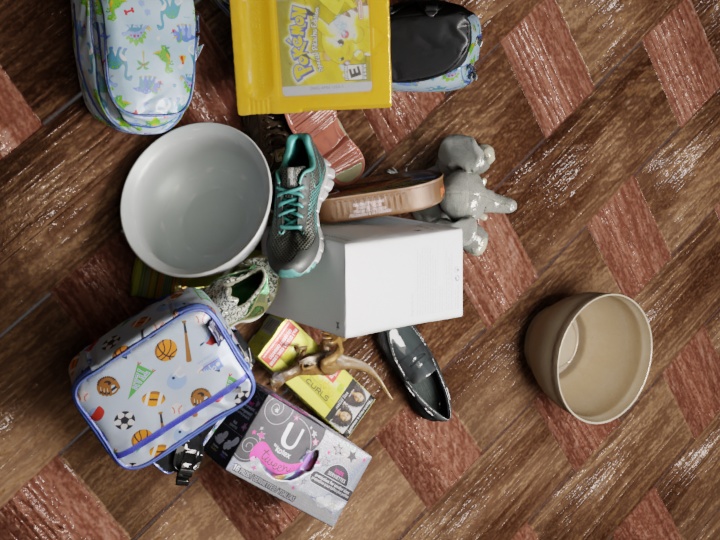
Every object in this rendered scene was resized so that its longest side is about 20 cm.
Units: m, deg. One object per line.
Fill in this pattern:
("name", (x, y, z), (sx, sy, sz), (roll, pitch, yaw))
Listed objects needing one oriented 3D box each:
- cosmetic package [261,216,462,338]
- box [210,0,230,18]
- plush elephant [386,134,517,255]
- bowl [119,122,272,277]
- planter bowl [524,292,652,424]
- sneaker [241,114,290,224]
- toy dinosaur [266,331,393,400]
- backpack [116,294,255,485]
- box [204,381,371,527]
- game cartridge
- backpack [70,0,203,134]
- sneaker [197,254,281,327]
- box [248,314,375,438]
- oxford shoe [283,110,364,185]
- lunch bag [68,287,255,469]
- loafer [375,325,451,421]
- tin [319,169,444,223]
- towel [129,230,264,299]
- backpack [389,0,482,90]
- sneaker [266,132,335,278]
("cosmetic package", (0.000, 0.000, 1.540), (0.197, 0.198, 0.125), (-10, 104, -36))
("box", (-0.095, -0.312, 1.509), (0.199, 0.070, 0.065), (39, 80, -31))
("plush elephant", (0.146, -0.105, 1.647), (0.197, 0.154, 0.168), (7, 95, -33))
("bowl", (-0.194, -0.074, 1.450), (0.203, 0.199, 0.091), (-56, 159, -11))
("planter bowl", (0.343, 0.125, 1.826), (0.197, 0.134, 0.204), (-6, 102, -30))
("sneaker", (-0.110, -0.162, 1.524), (0.069, 0.075, 0.204), (-8, 104, -30))
("toy dinosaur", (-0.039, 0.123, 1.584), (0.197, 0.061, 0.108), (0, 123, -27))
("backpack", (-0.236, 0.130, 1.451), (0.190, 0.153, 0.201), (-43, 117, -15))
("box", (-0.105, 0.239, 1.566), (0.199, 0.132, 0.116), (34, 82, -32))
("game cartridge", (-0.061, -0.285, 1.434), (0.196, 0.033, 0.180), (-4, 110, -4))
("backpack", (-0.268, -0.264, 1.382), (0.161, 0.153, 0.204), (-4, 114, -38))
("sneaker", (-0.136, 0.023, 1.424), (0.078, 0.088, 0.200), (57, 31, -5))
("box", (-0.069, 0.145, 1.621), (0.076, 0.050, 0.200), (-51, 120, -13))
("oxford shoe", (-0.065, -0.202, 1.537), (0.070, 0.074, 0.201), (-32, 127, -5))
("lunch bag", (-0.219, 0.125, 1.319), (0.198, 0.076, 0.162), (-30, 117, -6))
("loafer", (0.083, 0.137, 1.703), (0.068, 0.070, 0.203), (-36, 116, -22))
("tin", (0.016, -0.099, 1.561), (0.196, 0.112, 0.043), (-7, 101, 8))
("towel", (-0.207, 0.003, 1.530), (0.197, 0.018, 0.088), (9, 98, -34))
("backpack", (0.090, -0.302, 1.559), (0.201, 0.160, 0.156), (-65, 148, -61))
("sneaker", (-0.083, -0.085, 1.423), (0.092, 0.076, 0.203), (70, 20, -51))
